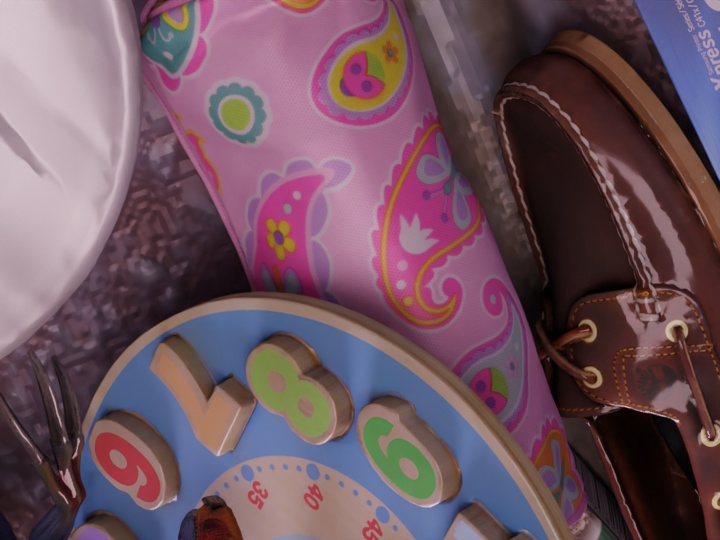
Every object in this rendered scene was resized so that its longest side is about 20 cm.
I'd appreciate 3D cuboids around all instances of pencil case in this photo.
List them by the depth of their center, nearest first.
[{"bbox_3d":[0.000,0.000,0.867,0.087,0.087,0.201,-19,98,7],"label":"pencil case"}]

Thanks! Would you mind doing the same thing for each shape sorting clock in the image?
[{"bbox_3d":[-0.012,0.104,0.844,0.199,0.039,0.201,15,117,32],"label":"shape sorting clock"}]

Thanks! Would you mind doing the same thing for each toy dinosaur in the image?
[{"bbox_3d":[-0.101,0.095,0.878,0.181,0.105,0.200,28,154,28],"label":"toy dinosaur"}]

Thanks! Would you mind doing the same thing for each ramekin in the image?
[{"bbox_3d":[-0.161,-0.065,0.855,0.201,0.094,0.204,0,112,0],"label":"ramekin"}]

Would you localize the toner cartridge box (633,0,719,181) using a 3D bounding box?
[{"bbox_3d":[0.133,-0.023,0.876,0.043,0.095,0.201,-25,109,10],"label":"toner cartridge box"}]

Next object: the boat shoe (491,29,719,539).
[{"bbox_3d":[0.090,0.027,0.895,0.070,0.070,0.201,-34,105,-17],"label":"boat shoe"}]

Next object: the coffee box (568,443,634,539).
[{"bbox_3d":[0.070,0.150,0.970,0.123,0.044,0.200,-38,108,12],"label":"coffee box"}]
